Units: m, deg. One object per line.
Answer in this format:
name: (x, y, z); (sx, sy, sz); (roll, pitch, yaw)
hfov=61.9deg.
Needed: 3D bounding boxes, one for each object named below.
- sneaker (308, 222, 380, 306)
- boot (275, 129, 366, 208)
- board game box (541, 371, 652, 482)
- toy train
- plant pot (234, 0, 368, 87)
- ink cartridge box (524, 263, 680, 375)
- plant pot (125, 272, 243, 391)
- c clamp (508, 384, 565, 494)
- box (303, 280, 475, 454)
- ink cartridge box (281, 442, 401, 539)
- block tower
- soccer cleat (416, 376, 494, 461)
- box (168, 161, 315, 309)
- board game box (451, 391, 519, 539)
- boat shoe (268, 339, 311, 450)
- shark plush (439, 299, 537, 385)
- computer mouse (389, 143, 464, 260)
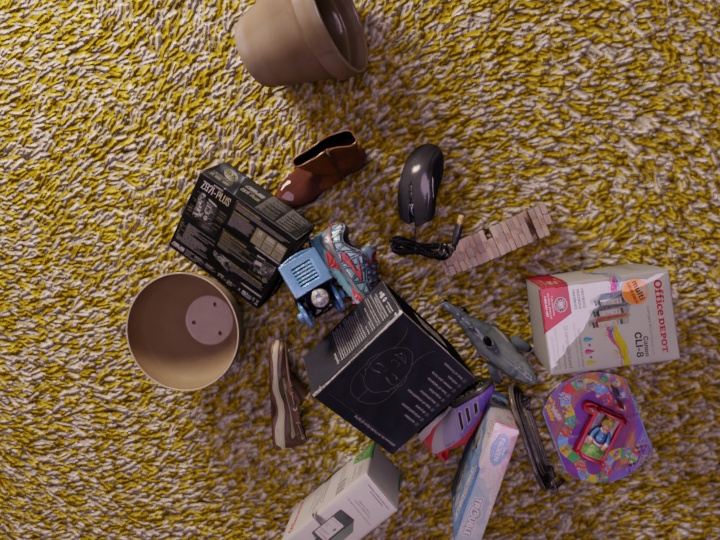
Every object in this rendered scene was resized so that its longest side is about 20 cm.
sneaker: (0.000, 0.000, 1.058); (0.095, 0.079, 0.200); (-40, 89, 6)
boot: (-0.078, -0.159, 0.992); (0.187, 0.200, 0.069); (-20, 92, 8)
board game box: (0.416, 0.281, 1.048); (0.157, 0.039, 0.201); (-21, 91, 8)
toy train: (-0.082, 0.031, 1.011); (0.086, 0.200, 0.115); (-29, 87, -7)
plant pot: (-0.106, -0.393, 0.999); (0.173, 0.200, 0.201); (-17, 92, 25)
ink cartridge box: (0.389, 0.075, 0.984); (0.199, 0.145, 0.146); (-9, 93, 6)
plant pot: (-0.293, 0.098, 1.071); (0.199, 0.134, 0.202); (1, 95, 6)
c clamp: (0.295, 0.289, 1.023); (0.027, 0.171, 0.201); (-21, 80, 23)
box: (0.046, 0.164, 1.007); (0.197, 0.124, 0.200); (-45, 116, 6)
ink cartridge box: (-0.030, 0.418, 1.060); (0.200, 0.146, 0.084); (-41, 90, 9)
block tower: (0.230, -0.051, 1.038); (0.199, 0.058, 0.054); (-24, 91, 9)
soccer cleat: (0.175, 0.255, 1.028); (0.073, 0.068, 0.200); (49, 128, 14)
box: (-0.208, -0.062, 1.049); (0.199, 0.086, 0.164); (34, 118, 3)
board game box: (0.201, 0.319, 0.997); (0.043, 0.199, 0.201); (18, 96, 5)
boat shoe: (-0.128, 0.225, 1.101); (0.074, 0.075, 0.204); (-3, 100, -7)
shark plush: (0.227, 0.115, 1.036); (0.091, 0.083, 0.200); (-37, 90, 8)
computer mouse: (0.115, -0.116, 1.018); (0.140, 0.046, 0.201); (17, 96, 38)
